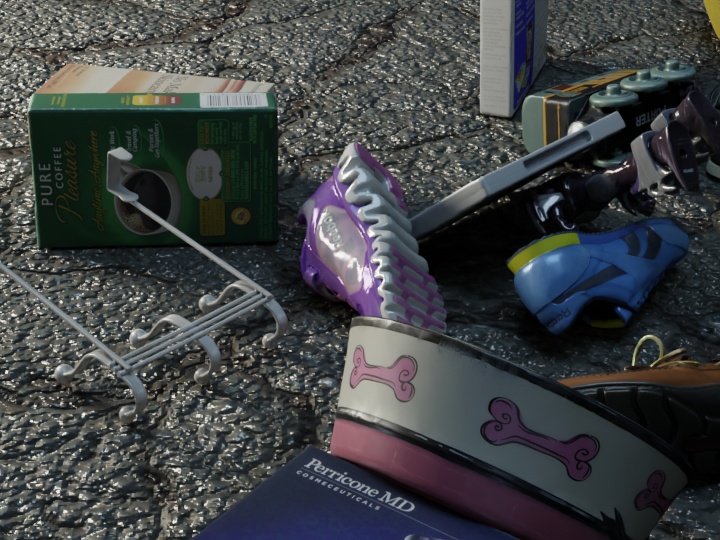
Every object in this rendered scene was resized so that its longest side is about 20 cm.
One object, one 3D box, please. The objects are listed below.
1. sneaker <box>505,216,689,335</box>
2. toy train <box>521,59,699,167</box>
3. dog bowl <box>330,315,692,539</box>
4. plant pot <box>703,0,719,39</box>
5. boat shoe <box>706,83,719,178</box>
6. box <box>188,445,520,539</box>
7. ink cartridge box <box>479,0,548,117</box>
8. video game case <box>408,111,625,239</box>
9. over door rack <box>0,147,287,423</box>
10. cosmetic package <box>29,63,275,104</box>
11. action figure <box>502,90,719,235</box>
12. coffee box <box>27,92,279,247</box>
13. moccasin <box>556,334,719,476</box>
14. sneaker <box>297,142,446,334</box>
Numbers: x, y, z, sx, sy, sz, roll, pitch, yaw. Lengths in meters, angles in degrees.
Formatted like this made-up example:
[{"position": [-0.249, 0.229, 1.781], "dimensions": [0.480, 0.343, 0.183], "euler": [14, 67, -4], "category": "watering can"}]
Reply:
[{"position": [0.194, 0.009, 1.022], "dimensions": [0.199, 0.066, 0.079], "euler": [-10, 66, -43], "category": "sneaker"}, {"position": [0.248, -0.156, 1.306], "dimensions": [0.113, 0.086, 0.199], "euler": [15, 29, 41], "category": "toy train"}, {"position": [0.071, 0.100, 0.713], "dimensions": [0.198, 0.075, 0.200], "euler": [24, -10, 4], "category": "dog bowl"}, {"position": [0.493, -0.348, 1.614], "dimensions": [0.197, 0.144, 0.201], "euler": [2, 29, -1], "category": "plant pot"}, {"position": [0.376, -0.153, 1.322], "dimensions": [0.071, 0.068, 0.200], "euler": [6, 27, 10], "category": "boat shoe"}, {"position": [-0.024, 0.189, 0.602], "dimensions": [0.147, 0.106, 0.200], "euler": [18, 32, 28], "category": "box"}, {"position": [0.167, -0.290, 1.414], "dimensions": [0.043, 0.202, 0.198], "euler": [8, 28, 16], "category": "ink cartridge box"}, {"position": [0.114, -0.070, 1.100], "dimensions": [0.199, 0.018, 0.143], "euler": [-27, -2, -43], "category": "video game case"}, {"position": [-0.168, 0.012, 0.943], "dimensions": [0.200, 0.067, 0.147], "euler": [42, 43, 21], "category": "over door rack"}, {"position": [-0.181, -0.121, 1.185], "dimensions": [0.197, 0.088, 0.104], "euler": [6, 27, 6], "category": "cosmetic package"}, {"position": [0.198, -0.066, 1.064], "dimensions": [0.129, 0.070, 0.200], "euler": [-23, -5, -36], "category": "action figure"}, {"position": [-0.165, -0.082, 1.080], "dimensions": [0.197, 0.124, 0.044], "euler": [-3, 29, -7], "category": "coffee box"}, {"position": [0.205, 0.086, 0.852], "dimensions": [0.198, 0.075, 0.078], "euler": [-6, 20, -11], "category": "moccasin"}, {"position": [0.000, 0.000, 0.999], "dimensions": [0.088, 0.080, 0.201], "euler": [-33, 45, 17], "category": "sneaker"}]
